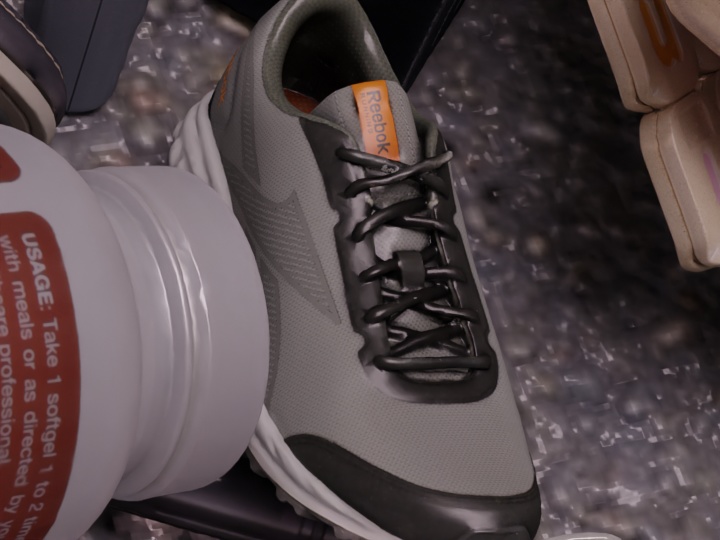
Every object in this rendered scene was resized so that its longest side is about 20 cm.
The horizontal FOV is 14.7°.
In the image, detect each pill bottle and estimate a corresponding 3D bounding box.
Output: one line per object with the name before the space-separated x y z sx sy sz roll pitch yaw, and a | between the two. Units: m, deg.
pill bottle | -0.125 0.023 0.662 0.199 0.112 0.113 -5 63 -38

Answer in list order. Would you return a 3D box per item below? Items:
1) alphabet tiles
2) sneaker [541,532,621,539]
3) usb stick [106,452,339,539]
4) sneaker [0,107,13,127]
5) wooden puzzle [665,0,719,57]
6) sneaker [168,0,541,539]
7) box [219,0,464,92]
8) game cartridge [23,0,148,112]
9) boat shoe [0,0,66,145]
alphabet tiles | 0.123 -0.072 0.874 0.200 0.015 0.197 -34 104 -59
sneaker | 0.082 0.118 0.759 0.199 0.116 0.074 -7 63 -26
usb stick | -0.053 0.047 0.796 0.199 0.033 0.056 17 61 -12
sneaker | -0.196 0.001 0.751 0.201 0.067 0.108 -43 56 -17
wooden puzzle | 0.150 -0.100 0.843 0.200 0.037 0.186 40 45 -34
sneaker | 0.000 0.000 0.784 0.074 0.080 0.201 2 45 -30
box | 0.030 -0.183 0.888 0.104 0.148 0.200 30 54 2
game cartridge | -0.072 -0.166 0.847 0.040 0.134 0.201 6 60 -9
boat shoe | -0.156 -0.111 0.821 0.200 0.073 0.063 38 58 8
